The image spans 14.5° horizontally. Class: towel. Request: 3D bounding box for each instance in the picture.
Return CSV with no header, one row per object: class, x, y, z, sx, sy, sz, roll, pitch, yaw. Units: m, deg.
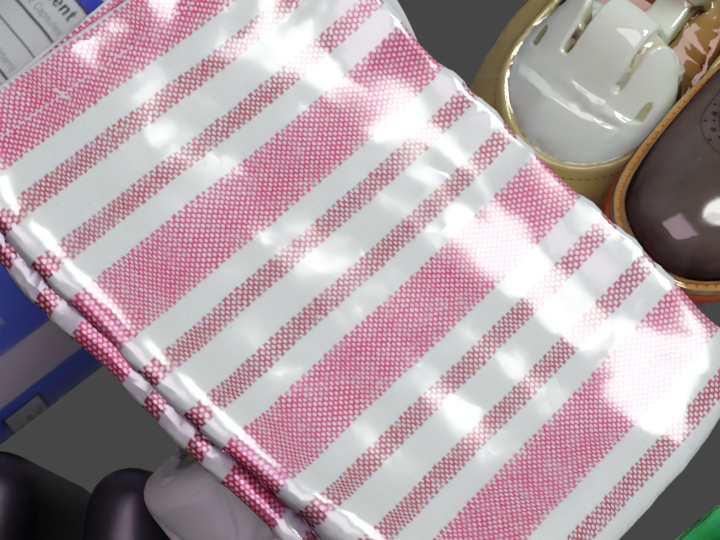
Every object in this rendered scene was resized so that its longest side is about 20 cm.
towel,0.000,0.000,0.749,0.200,0.030,0.146,44,52,2

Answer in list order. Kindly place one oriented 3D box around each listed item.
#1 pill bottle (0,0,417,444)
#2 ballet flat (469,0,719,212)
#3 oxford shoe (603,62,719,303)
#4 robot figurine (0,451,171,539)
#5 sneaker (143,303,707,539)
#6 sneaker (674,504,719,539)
pill bottle,-0.085,-0.035,0.844,0.200,0.112,0.112,-38,77,-7
ballet flat,0.091,-0.085,0.867,0.069,0.063,0.200,37,83,12
oxford shoe,0.155,-0.060,0.826,0.200,0.073,0.071,-33,76,-20
robot figurine,-0.089,0.156,0.797,0.125,0.150,0.200,17,75,-32
sneaker,0.032,0.061,0.811,0.200,0.078,0.099,-27,94,-35
sneaker,0.059,0.134,0.776,0.074,0.084,0.200,25,52,23
